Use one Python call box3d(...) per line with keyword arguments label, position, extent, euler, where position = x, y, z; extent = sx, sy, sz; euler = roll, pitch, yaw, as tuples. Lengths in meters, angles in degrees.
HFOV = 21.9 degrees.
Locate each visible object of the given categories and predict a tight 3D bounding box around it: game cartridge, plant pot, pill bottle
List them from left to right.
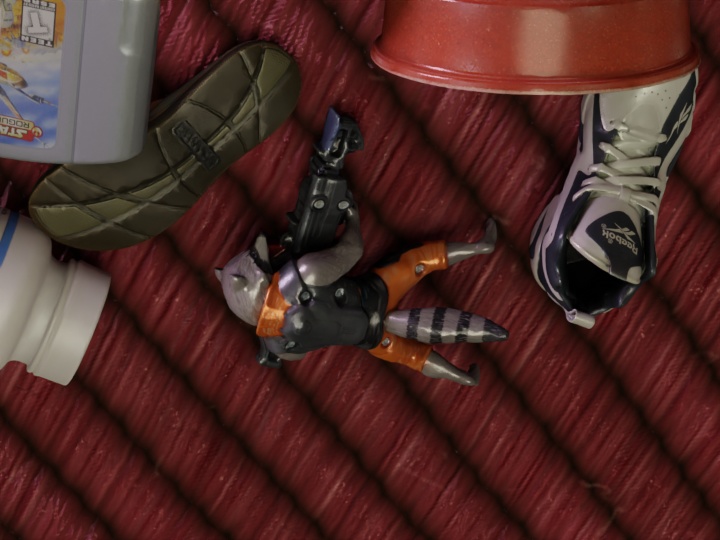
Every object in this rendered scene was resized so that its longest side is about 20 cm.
box3d(label="pill bottle", position=(-0.273, 0.004, 1.233), extent=(0.199, 0.112, 0.113), euler=(24, 115, -13))
box3d(label="game cartridge", position=(-0.226, -0.135, 1.147), extent=(0.199, 0.042, 0.134), euler=(12, 119, 2))
box3d(label="plant pot", position=(0.105, -0.223, 1.093), extent=(0.199, 0.201, 0.197), euler=(0, 109, -2))

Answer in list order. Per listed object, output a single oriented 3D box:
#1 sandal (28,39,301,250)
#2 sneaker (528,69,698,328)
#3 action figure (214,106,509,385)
box3d(label="sandal", position=(-0.129, -0.086, 1.228), extent=(0.200, 0.055, 0.082), euler=(-39, 119, 2))
box3d(label="sneaker", position=(0.171, -0.051, 1.208), extent=(0.079, 0.130, 0.200), euler=(23, 114, -14))
box3d(label="action figure", position=(0.000, 0.000, 1.248), extent=(0.192, 0.105, 0.201), euler=(1, 120, -13))
